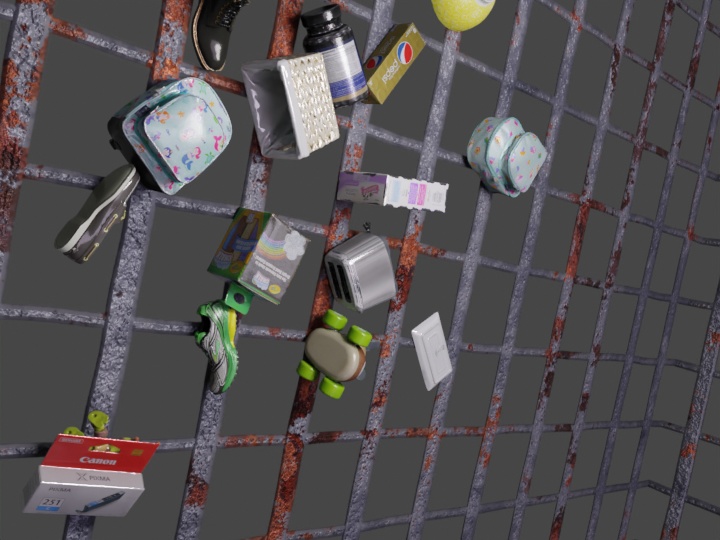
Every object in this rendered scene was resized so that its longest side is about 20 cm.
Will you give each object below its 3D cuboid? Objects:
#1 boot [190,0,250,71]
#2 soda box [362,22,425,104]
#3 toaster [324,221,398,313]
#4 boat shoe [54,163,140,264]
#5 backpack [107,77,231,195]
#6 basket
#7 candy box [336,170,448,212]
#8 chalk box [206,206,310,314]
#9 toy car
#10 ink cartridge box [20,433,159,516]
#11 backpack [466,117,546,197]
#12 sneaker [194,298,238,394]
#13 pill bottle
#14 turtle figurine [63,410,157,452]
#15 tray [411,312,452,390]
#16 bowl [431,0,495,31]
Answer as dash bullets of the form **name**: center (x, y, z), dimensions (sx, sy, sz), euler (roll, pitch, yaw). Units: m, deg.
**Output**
- **boot**: center (-0.252, -0.479, 1.450), dimensions (0.077, 0.138, 0.200), euler (-9, 107, -40)
- **soda box**: center (0.064, -0.477, 1.782), dimensions (0.200, 0.064, 0.068), euler (-55, 130, -17)
- **toaster**: center (0.000, 0.000, 1.802), dimensions (0.129, 0.114, 0.200), euler (-29, 119, -31)
- **boat shoe**: center (-0.465, -0.103, 1.395), dimensions (0.201, 0.072, 0.061), euler (-52, 133, -11)
- **backpack**: center (-0.338, -0.259, 1.426), dimensions (0.200, 0.150, 0.178), euler (-48, 126, -29)
- **basket**: center (-0.141, -0.342, 1.586), dimensions (0.123, 0.135, 0.200), euler (-29, 118, -38)
- **candy box**: center (0.074, -0.183, 1.787), dimensions (0.200, 0.168, 0.072), euler (2, 98, -42)
- **chalk box**: center (-0.221, -0.011, 1.597), dimensions (0.124, 0.124, 0.200), euler (36, 76, -42)
- **toy car**: center (-0.023, 0.206, 1.816), dimensions (0.200, 0.158, 0.164), euler (23, 97, -54)
- **ink cartridge box**: center (-0.494, 0.383, 1.422), dimensions (0.200, 0.045, 0.176), euler (17, 122, -38)
- **backpack**: center (0.386, -0.310, 2.052), dimensions (0.200, 0.153, 0.176), euler (39, 79, -33)
- **sneaker**: center (-0.307, 0.159, 1.600), dimensions (0.085, 0.078, 0.200), euler (-4, 94, -34)
- **pill bottle**: center (-0.058, -0.456, 1.645), dimensions (0.112, 0.112, 0.200), euler (-34, 120, -31)
- **turtle figurine**: center (-0.491, 0.334, 1.465), dimensions (0.200, 0.064, 0.161), euler (-22, 138, -19)
- **tray**: center (0.202, 0.223, 2.093), dimensions (0.107, 0.022, 0.200), euler (-34, 120, -33)
- **bowl**: center (0.276, -0.694, 1.892), dimensions (0.200, 0.108, 0.200), euler (-11, 107, -40)
